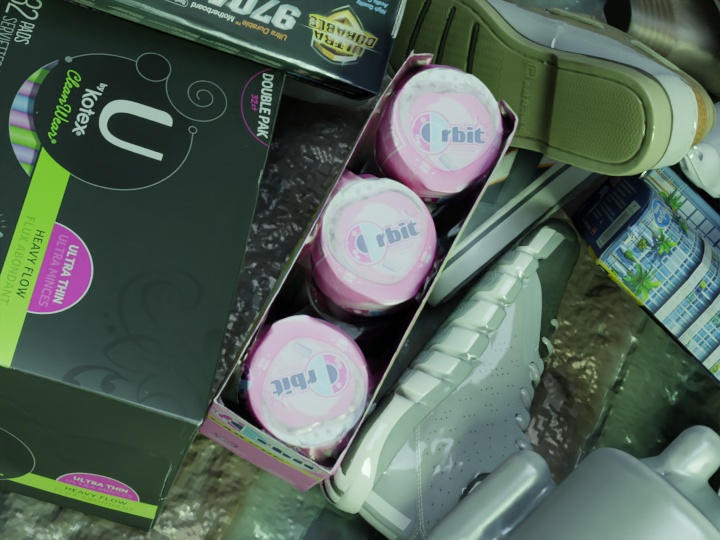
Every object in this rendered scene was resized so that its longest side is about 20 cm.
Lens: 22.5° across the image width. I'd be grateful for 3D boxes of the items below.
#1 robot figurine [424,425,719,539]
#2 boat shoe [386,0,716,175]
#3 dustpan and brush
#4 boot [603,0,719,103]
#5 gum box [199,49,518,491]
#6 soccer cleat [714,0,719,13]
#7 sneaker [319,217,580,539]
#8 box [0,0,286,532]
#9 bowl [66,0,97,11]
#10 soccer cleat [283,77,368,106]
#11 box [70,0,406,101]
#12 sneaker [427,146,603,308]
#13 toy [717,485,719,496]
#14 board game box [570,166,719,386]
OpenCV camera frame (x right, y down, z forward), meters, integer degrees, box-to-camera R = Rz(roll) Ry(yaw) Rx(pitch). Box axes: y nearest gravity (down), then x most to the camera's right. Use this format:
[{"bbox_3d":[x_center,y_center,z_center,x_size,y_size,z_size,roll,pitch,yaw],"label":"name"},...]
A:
[{"bbox_3d":[0.108,0.163,0.830,0.200,0.113,0.170,-43,73,-8],"label":"robot figurine"},{"bbox_3d":[0.092,-0.099,0.931,0.068,0.075,0.199,-10,32,-43],"label":"boat shoe"},{"bbox_3d":[0.208,-0.047,0.992,0.057,0.200,0.140,-32,69,6],"label":"dustpan and brush"},{"bbox_3d":[0.215,-0.190,1.130,0.145,0.070,0.202,9,59,-21],"label":"boot"},{"bbox_3d":[0.000,0.000,0.871,0.066,0.114,0.201,29,76,-2],"label":"gum box"},{"bbox_3d":[0.243,-0.169,1.057,0.086,0.070,0.202,18,56,-38],"label":"soccer cleat"},{"bbox_3d":[0.077,0.074,0.924,0.115,0.075,0.200,41,66,2],"label":"sneaker"},{"bbox_3d":[-0.134,-0.005,0.860,0.147,0.125,0.202,16,55,-9],"label":"box"},{"bbox_3d":[-0.127,-0.209,0.980,0.199,0.094,0.203,-6,73,20],"label":"bowl"},{"bbox_3d":[-0.048,-0.171,1.029,0.077,0.069,0.201,22,38,-46],"label":"soccer cleat"},{"bbox_3d":[-0.063,-0.189,0.872,0.198,0.046,0.161,17,86,-16],"label":"box"},{"bbox_3d":[0.089,-0.066,0.999,0.199,0.078,0.080,-36,82,-30],"label":"sneaker"},{"bbox_3d":[0.201,0.199,0.901,0.114,0.047,0.201,28,59,-5],"label":"toy"},{"bbox_3d":[0.204,0.031,0.939,0.200,0.200,0.062,44,98,-3],"label":"board game box"}]
